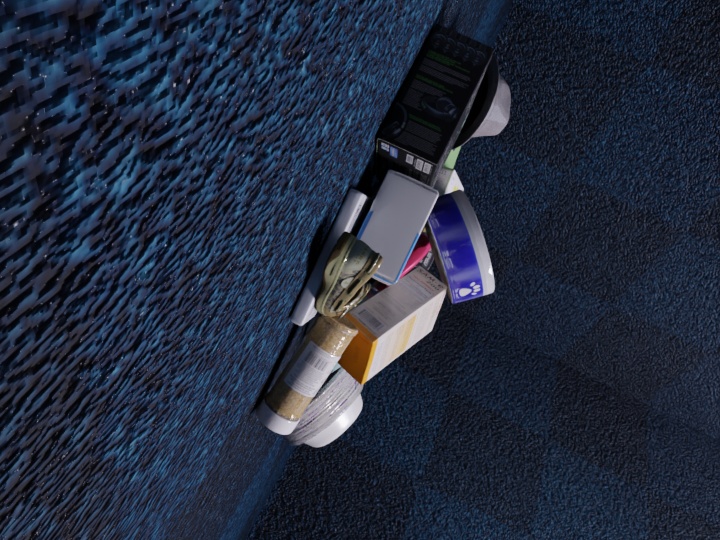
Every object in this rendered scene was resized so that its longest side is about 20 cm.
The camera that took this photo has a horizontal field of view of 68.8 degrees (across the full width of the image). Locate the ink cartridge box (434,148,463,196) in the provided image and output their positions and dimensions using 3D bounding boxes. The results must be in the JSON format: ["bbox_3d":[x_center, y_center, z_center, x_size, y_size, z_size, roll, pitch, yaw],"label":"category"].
[{"bbox_3d":[0.190,-0.198,1.118,0.200,0.048,0.146,-67,161,0],"label":"ink cartridge box"}]

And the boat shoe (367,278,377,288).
[{"bbox_3d":[0.000,0.000,1.033,0.201,0.061,0.072,111,-31,-45],"label":"boat shoe"}]

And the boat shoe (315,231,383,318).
[{"bbox_3d":[-0.017,0.021,0.711,0.200,0.063,0.073,106,10,-67],"label":"boat shoe"}]

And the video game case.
[{"bbox_3d":[-0.036,-0.023,0.793,0.200,0.023,0.182,-65,175,7],"label":"video game case"}]

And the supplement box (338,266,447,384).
[{"bbox_3d":[0.055,0.094,0.935,0.200,0.074,0.126,-30,148,-36],"label":"supplement box"}]

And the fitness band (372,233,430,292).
[{"bbox_3d":[0.089,-0.016,1.096,0.144,0.037,0.200,-54,167,15],"label":"fitness band"}]

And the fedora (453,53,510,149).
[{"bbox_3d":[0.205,-0.300,0.938,0.177,0.090,0.200,-58,-142,35],"label":"fedora"}]

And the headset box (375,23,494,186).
[{"bbox_3d":[0.107,-0.231,0.784,0.200,0.093,0.174,-63,175,-6],"label":"headset box"}]

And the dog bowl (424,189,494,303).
[{"bbox_3d":[0.177,-0.043,0.974,0.200,0.079,0.200,-18,90,-85],"label":"dog bowl"}]

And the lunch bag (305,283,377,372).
[{"bbox_3d":[-0.039,0.123,1.014,0.160,0.077,0.200,-35,158,-32],"label":"lunch bag"}]

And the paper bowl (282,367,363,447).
[{"bbox_3d":[-0.076,0.287,1.103,0.201,0.104,0.201,-39,-176,3],"label":"paper bowl"}]

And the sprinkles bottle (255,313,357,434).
[{"bbox_3d":[-0.084,0.157,0.823,0.200,0.068,0.068,-56,176,5],"label":"sprinkles bottle"}]

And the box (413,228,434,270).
[{"bbox_3d":[0.134,-0.119,1.287,0.049,0.161,0.200,89,26,-82],"label":"box"}]

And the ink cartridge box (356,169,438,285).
[{"bbox_3d":[0.047,-0.058,0.834,0.200,0.086,0.147,113,2,-88],"label":"ink cartridge box"}]
